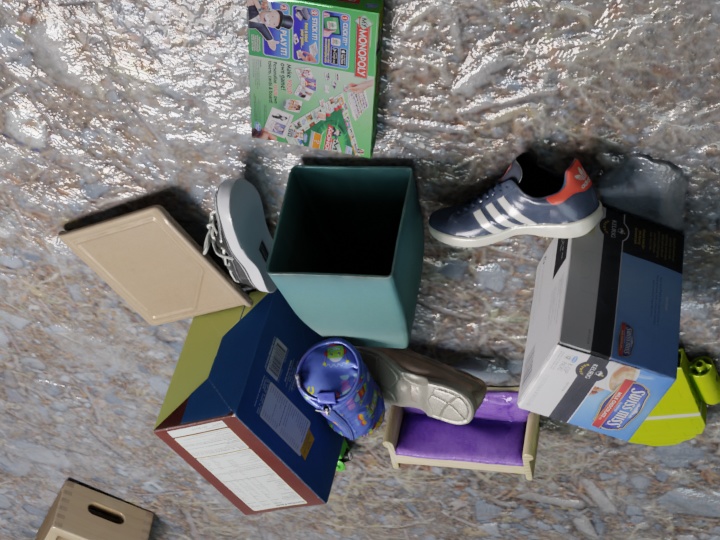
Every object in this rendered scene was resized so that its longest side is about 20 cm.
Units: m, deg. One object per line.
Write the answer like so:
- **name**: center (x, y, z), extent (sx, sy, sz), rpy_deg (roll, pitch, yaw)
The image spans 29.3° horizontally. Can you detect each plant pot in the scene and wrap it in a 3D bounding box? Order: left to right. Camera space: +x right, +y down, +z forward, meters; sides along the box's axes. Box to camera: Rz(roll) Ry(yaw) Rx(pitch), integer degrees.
- **plant pot**: center (0.000, 0.000, 1.548), extent (0.140, 0.142, 0.201), rpy_deg (2, 147, 17)

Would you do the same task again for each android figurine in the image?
- **android figurine**: center (0.351, 0.150, 1.684), extent (0.181, 0.041, 0.201), rpy_deg (-10, 135, 28)

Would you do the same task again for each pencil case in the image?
- **pencil case**: center (-0.021, 0.146, 1.644), extent (0.077, 0.088, 0.200), rpy_deg (7, 162, 12)

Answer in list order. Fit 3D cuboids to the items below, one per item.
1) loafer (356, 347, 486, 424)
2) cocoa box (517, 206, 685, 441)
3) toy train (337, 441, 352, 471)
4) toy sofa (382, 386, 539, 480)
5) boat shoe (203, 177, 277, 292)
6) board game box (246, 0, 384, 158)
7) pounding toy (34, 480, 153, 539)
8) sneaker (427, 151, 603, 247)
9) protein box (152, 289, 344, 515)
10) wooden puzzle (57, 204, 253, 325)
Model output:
- **loafer**: center (0.064, 0.133, 1.742), extent (0.199, 0.063, 0.072), rpy_deg (22, 127, 21)
- **cocoa box**: center (0.259, 0.053, 1.470), extent (0.130, 0.201, 0.134), rpy_deg (17, 141, -4)
- **toy train**: center (-0.103, 0.265, 1.979), extent (0.198, 0.042, 0.057), rpy_deg (-10, 125, 28)
- **toy sofa**: center (0.133, 0.207, 1.794), extent (0.198, 0.083, 0.098), rpy_deg (3, 141, 15)
- **boat shoe**: center (-0.145, -0.042, 1.598), extent (0.067, 0.074, 0.200), rpy_deg (9, 157, 17)
- **board game box**: center (-0.047, -0.203, 1.403), extent (0.133, 0.029, 0.201), rpy_deg (10, 141, 5)
- **pounding toy**: center (-0.427, 0.454, 2.261), extent (0.199, 0.143, 0.185), rpy_deg (24, 127, -14)
- **sneaker**: center (0.156, -0.080, 1.460), extent (0.198, 0.075, 0.085), rpy_deg (-6, 119, 30)
- **protein box**: center (-0.125, 0.167, 1.738), extent (0.134, 0.200, 0.200), rpy_deg (-13, 134, 32)
- **wooden puzzle**: center (-0.251, -0.008, 1.703), extent (0.199, 0.037, 0.185), rpy_deg (-9, 136, 38)
